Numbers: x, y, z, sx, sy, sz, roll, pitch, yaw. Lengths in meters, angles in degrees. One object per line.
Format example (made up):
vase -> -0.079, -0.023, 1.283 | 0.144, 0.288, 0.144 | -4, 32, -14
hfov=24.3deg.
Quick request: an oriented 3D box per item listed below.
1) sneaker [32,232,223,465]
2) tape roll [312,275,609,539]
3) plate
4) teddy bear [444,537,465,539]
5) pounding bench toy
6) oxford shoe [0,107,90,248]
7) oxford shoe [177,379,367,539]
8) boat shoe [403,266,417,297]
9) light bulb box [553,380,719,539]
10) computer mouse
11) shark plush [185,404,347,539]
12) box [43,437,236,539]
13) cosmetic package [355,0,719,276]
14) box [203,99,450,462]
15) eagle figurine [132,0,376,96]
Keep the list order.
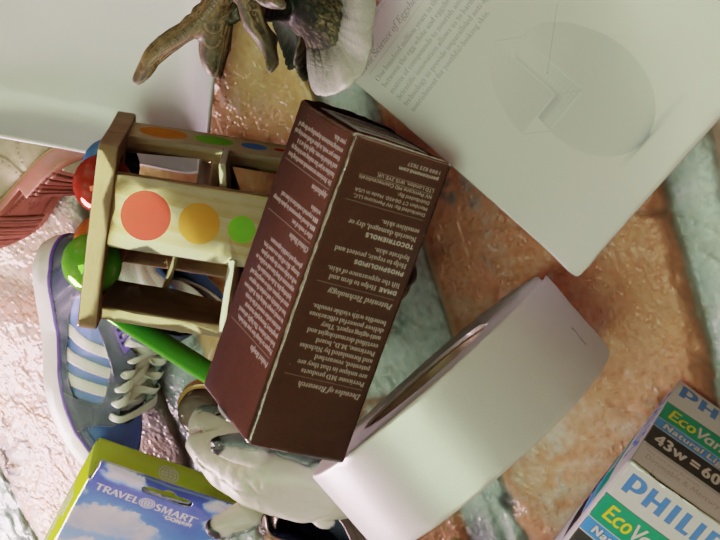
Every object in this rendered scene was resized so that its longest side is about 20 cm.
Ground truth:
sneaker -> -0.163, 0.061, 1.261 | 0.146, 0.081, 0.200 | -4, 103, 31
tape roll -> 0.065, 0.094, 1.096 | 0.071, 0.202, 0.202 | 49, 122, 1
plate -> -0.193, -0.177, 1.164 | 0.200, 0.032, 0.200 | 11, 119, 1
teddy bear -> 0.101, 0.284, 1.194 | 0.067, 0.145, 0.200 | -23, 95, 35
pounding bench toy -> -0.125, 0.007, 1.145 | 0.156, 0.124, 0.200 | 8, 105, -4
oxford shoe -> -0.273, -0.069, 1.280 | 0.200, 0.071, 0.074 | -31, 75, 28
oxford shoe -> -0.062, 0.152, 1.255 | 0.200, 0.073, 0.071 | 32, 121, 11
boat shoe -> 0.000, 0.000, 1.164 | 0.072, 0.076, 0.200 | 18, 119, 16
light bulb box -> 0.224, 0.221, 1.117 | 0.198, 0.125, 0.200 | 36, 122, 8
computer mouse -> -0.242, -0.168, 1.220 | 0.200, 0.034, 0.059 | -19, 115, 20
shark plush -> -0.030, 0.133, 1.203 | 0.199, 0.083, 0.091 | -2, 121, 9
box -> -0.178, 0.210, 1.308 | 0.122, 0.048, 0.200 | 20, 130, -15
cosmetic package -> 0.131, -0.146, 1.011 | 0.200, 0.123, 0.199 | 41, 122, 3
box -> -0.023, 0.006, 1.035 | 0.075, 0.100, 0.200 | 17, 101, -25
eagle figurine -> -0.041, -0.193, 1.031 | 0.151, 0.200, 0.151 | -3, 107, 25
